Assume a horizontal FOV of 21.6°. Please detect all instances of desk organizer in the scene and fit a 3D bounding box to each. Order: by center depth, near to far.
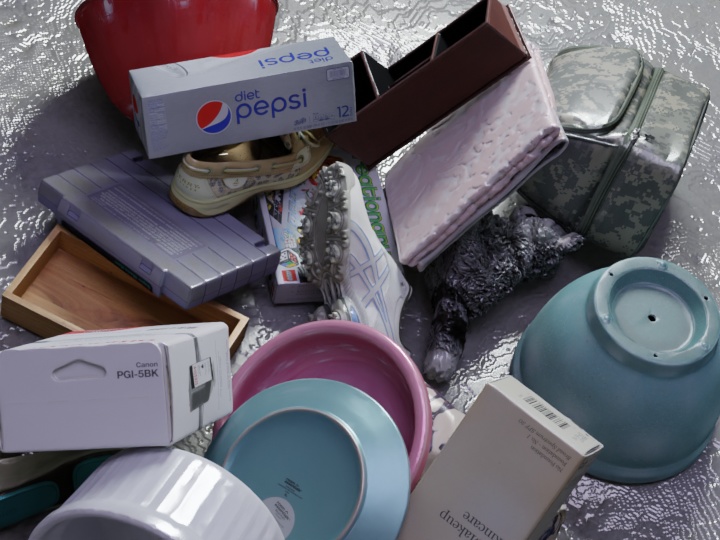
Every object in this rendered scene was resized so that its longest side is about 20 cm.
[{"bbox_3d":[0.054,-0.189,1.803,0.077,0.200,0.072,30,33,-49],"label":"desk organizer"}]

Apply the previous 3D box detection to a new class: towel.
[{"bbox_3d":[0.106,-0.108,1.780,0.032,0.200,0.191,40,20,-24],"label":"towel"}]

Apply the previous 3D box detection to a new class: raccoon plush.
[{"bbox_3d":[0.132,0.025,1.797,0.134,0.097,0.200,17,78,-16],"label":"raccoon plush"}]

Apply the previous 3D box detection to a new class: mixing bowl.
[{"bbox_3d":[-0.175,-0.200,1.825,0.200,0.200,0.109,-1,76,-14],"label":"mixing bowl"}]

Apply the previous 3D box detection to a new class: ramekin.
[{"bbox_3d":[-0.152,0.232,1.476,0.200,0.201,0.098,26,44,7],"label":"ramekin"}]

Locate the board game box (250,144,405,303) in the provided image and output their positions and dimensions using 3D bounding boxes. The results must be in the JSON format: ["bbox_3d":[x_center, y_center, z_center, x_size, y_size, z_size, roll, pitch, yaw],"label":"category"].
[{"bbox_3d":[-0.039,-0.059,1.828,0.126,0.035,0.200,-3,54,-16],"label":"board game box"}]

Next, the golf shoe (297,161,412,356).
[{"bbox_3d":[0.000,0.000,1.739,0.097,0.078,0.200,-2,89,-33],"label":"golf shoe"}]

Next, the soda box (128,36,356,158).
[{"bbox_3d":[-0.108,-0.161,1.737,0.200,0.064,0.068,-11,30,-12],"label":"soda box"}]

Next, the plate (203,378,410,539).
[{"bbox_3d":[-0.055,0.182,1.567,0.200,0.026,0.200,-9,66,20],"label":"plate"}]

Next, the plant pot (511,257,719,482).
[{"bbox_3d":[0.251,0.073,1.727,0.200,0.134,0.201,7,52,-9],"label":"plant pot"}]

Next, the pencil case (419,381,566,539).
[{"bbox_3d":[0.089,0.182,1.645,0.200,0.078,0.089,40,70,18],"label":"pencil case"}]

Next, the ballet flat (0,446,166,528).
[{"bbox_3d":[-0.252,0.166,1.586,0.200,0.070,0.070,-11,56,-21],"label":"ballet flat"}]

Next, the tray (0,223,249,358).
[{"bbox_3d":[-0.213,0.043,1.707,0.200,0.037,0.099,27,51,6],"label":"tray"}]

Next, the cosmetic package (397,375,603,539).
[{"bbox_3d":[0.099,0.197,1.559,0.103,0.200,0.073,36,13,15],"label":"cosmetic package"}]

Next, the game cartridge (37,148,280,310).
[{"bbox_3d":[-0.188,-0.039,1.743,0.200,0.038,0.130,35,40,26],"label":"game cartridge"}]

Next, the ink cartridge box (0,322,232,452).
[{"bbox_3d":[-0.198,0.094,1.544,0.147,0.200,0.083,-3,92,10],"label":"ink cartridge box"}]

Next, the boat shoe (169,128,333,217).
[{"bbox_3d":[-0.094,-0.114,1.788,0.073,0.063,0.200,38,47,20],"label":"boat shoe"}]

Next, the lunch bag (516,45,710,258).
[{"bbox_3d":[0.237,-0.128,1.863,0.168,0.139,0.200,25,40,5],"label":"lunch bag"}]

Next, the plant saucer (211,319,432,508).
[{"bbox_3d":[-0.029,0.143,1.615,0.200,0.051,0.201,-9,65,20],"label":"plant saucer"}]
